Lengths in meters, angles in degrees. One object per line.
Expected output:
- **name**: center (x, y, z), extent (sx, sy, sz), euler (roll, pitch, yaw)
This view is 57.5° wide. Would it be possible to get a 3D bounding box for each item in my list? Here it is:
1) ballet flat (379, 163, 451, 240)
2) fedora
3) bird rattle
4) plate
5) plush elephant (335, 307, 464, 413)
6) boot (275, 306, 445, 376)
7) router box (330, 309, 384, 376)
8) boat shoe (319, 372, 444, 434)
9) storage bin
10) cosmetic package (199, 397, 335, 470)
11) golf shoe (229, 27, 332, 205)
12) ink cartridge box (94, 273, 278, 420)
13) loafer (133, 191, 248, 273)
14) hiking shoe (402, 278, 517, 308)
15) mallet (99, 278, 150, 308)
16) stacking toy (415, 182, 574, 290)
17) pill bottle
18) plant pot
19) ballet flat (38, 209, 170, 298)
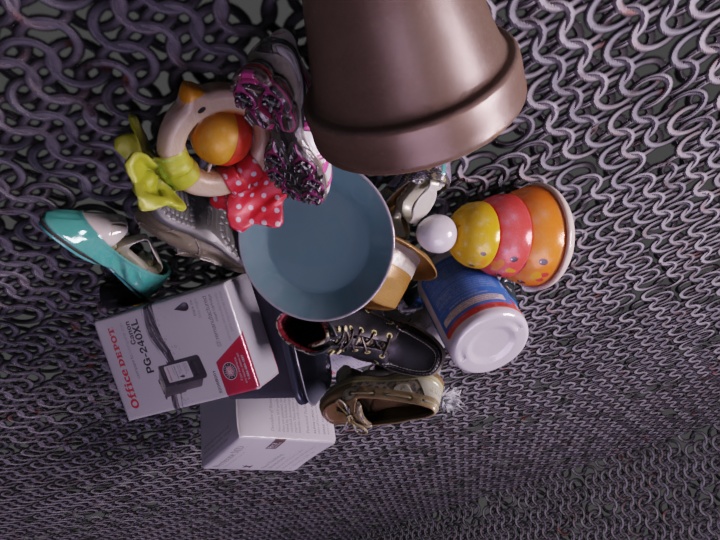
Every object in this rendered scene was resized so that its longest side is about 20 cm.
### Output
- **ballet flat**: center (0.051, -0.078, 0.851), extent (0.072, 0.072, 0.200), euler (8, 144, -29)
- **fedora**: center (0.000, 0.000, 0.874), extent (0.200, 0.082, 0.201), euler (17, 166, 4)
- **bird rattle**: center (-0.149, -0.118, 0.699), extent (0.200, 0.113, 0.163), euler (8, 127, -35)
- **plate**: center (-0.054, -0.038, 0.797), extent (0.200, 0.200, 0.026), euler (-23, -178, 18)
- **plush elephant**: center (0.078, 0.118, 1.017), extent (0.200, 0.155, 0.165), euler (17, -163, 31)
- **boot**: center (0.000, 0.095, 0.867), extent (0.203, 0.074, 0.154), euler (22, -172, 20)
- **router box**: center (-0.031, 0.116, 1.154), extent (0.179, 0.049, 0.200), euler (-19, 148, 12)
- **boat shoe**: center (0.022, 0.192, 0.943), extent (0.200, 0.063, 0.073), euler (-21, 120, 27)
- **storage bin**: center (-0.134, 0.092, 0.965), extent (0.134, 0.200, 0.146), euler (-8, -170, 16)
- **cosmetic package**: center (-0.181, 0.273, 1.245), extent (0.200, 0.165, 0.165), euler (12, 141, -33)
- **golf shoe**: center (-0.062, -0.149, 0.674), extent (0.073, 0.092, 0.200), euler (15, 150, 19)
- **ink cartridge box**: center (-0.231, 0.103, 0.875), extent (0.200, 0.145, 0.083), euler (-16, -175, 14)
- **loafer**: center (-0.197, -0.050, 0.824), extent (0.070, 0.075, 0.200), euler (-15, 149, 31)
- **hiking shoe**: center (0.170, 0.048, 1.075), extent (0.200, 0.087, 0.074), euler (-4, 148, -13)
- **mallet**: center (-0.313, 0.062, 0.993), extent (0.066, 0.041, 0.200), euler (-13, 153, 8)
- **stacking toy**: center (0.161, -0.044, 0.857), extent (0.200, 0.146, 0.146), euler (-2, 147, -23)
- **pill bottle**: center (0.146, 0.038, 0.929), extent (0.112, 0.200, 0.112), euler (-9, 130, -11)
- **plant pot**: center (0.031, -0.207, 0.550), extent (0.200, 0.200, 0.175), euler (-15, 131, 6)
- **ballet flat**: center (-0.307, -0.034, 0.823), extent (0.070, 0.067, 0.200), euler (-39, 146, -1)
